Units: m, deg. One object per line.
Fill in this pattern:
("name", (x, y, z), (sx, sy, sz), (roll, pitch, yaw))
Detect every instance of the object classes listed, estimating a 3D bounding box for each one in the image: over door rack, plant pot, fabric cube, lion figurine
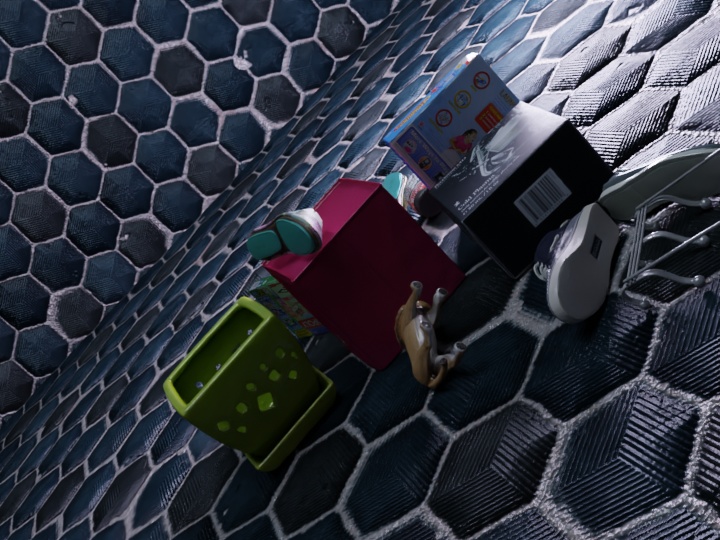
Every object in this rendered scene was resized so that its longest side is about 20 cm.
("over door rack", (0.361, -0.061, 1.014), (0.200, 0.066, 0.148), (-56, 7, 45))
("plant pot", (-0.162, 0.180, 1.463), (0.200, 0.181, 0.199), (-49, 19, -8))
("fabric cube", (0.000, 0.000, 1.462), (0.200, 0.199, 0.196), (-48, 21, -7))
("lion figurine", (0.086, 0.099, 1.276), (0.201, 0.072, 0.123), (-90, 14, -55))

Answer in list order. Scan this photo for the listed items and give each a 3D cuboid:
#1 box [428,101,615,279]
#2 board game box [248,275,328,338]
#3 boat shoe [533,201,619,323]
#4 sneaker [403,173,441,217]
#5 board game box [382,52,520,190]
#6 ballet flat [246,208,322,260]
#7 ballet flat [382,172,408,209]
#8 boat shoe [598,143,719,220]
("box", (0.225, -0.120, 1.358), (0.200, 0.124, 0.197), (-44, 17, 5))
("board game box", (-0.095, 0.054, 1.645), (0.200, 0.135, 0.029), (-18, 32, 54))
("boat shoe", (0.248, 0.005, 1.153), (0.093, 0.075, 0.200), (-35, 13, 45))
("sneaker", (0.157, -0.187, 1.709), (0.202, 0.067, 0.108), (-48, 22, 0))
("board game box", (0.173, -0.205, 1.512), (0.196, 0.200, 0.056), (-44, 18, 3))
("ballet flat", (-0.098, -0.056, 1.395), (0.071, 0.069, 0.200), (-34, 11, -30))
("ballet flat", (0.056, -0.101, 1.752), (0.071, 0.071, 0.201), (-31, 26, 36))
("boat shoe", (0.368, -0.118, 1.134), (0.200, 0.073, 0.062), (-25, 31, 57))
